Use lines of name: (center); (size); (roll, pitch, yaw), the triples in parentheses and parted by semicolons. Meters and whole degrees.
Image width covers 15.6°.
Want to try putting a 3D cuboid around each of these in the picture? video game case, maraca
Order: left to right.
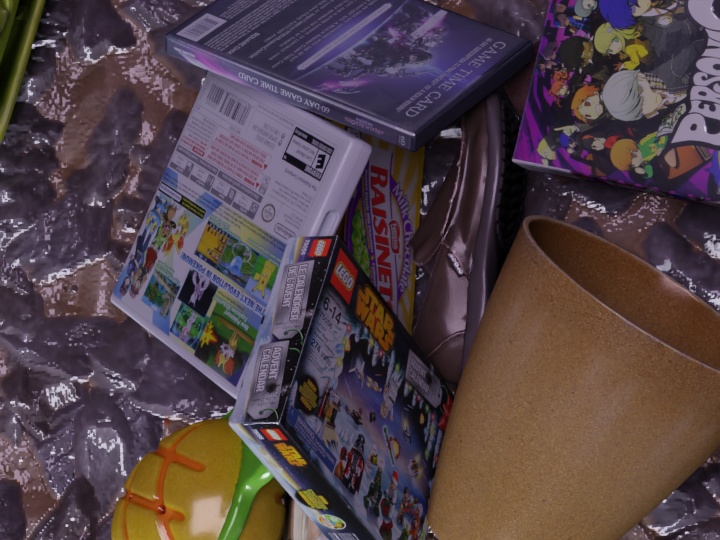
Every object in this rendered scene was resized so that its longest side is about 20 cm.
maraca: (-0.096, 0.148, 1.718); (0.107, 0.137, 0.200); (21, 116, -22)
video game case: (-0.082, -0.028, 1.732); (0.200, 0.022, 0.182); (33, 100, 54)
video game case: (-0.007, -0.147, 1.739); (0.200, 0.143, 0.019); (24, 131, 26)
video game case: (0.204, -0.146, 1.676); (0.181, 0.036, 0.200); (13, 89, 25)

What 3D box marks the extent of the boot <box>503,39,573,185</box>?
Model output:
boot: (0.202, -0.100, 1.733); (0.166, 0.072, 0.200); (-34, 76, 19)

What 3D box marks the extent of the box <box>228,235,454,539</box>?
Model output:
box: (-0.005, 0.090, 1.651); (0.040, 0.200, 0.137); (-2, 55, 28)

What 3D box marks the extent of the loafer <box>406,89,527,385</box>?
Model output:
loafer: (0.063, -0.022, 1.735); (0.071, 0.073, 0.200); (6, 86, 17)

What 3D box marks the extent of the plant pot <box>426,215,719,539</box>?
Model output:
plant pot: (0.132, 0.099, 1.662); (0.186, 0.186, 0.200); (35, 104, 16)

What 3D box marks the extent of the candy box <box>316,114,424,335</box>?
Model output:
candy box: (0.000, 0.000, 1.738); (0.026, 0.102, 0.200); (-1, 81, 35)

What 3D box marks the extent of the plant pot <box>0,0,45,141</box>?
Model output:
plant pot: (-0.322, -0.198, 1.807); (0.199, 0.181, 0.200); (14, 85, 16)

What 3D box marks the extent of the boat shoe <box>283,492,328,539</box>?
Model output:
boat shoe: (-0.017, 0.188, 1.734); (0.066, 0.074, 0.200); (2, 80, -5)
